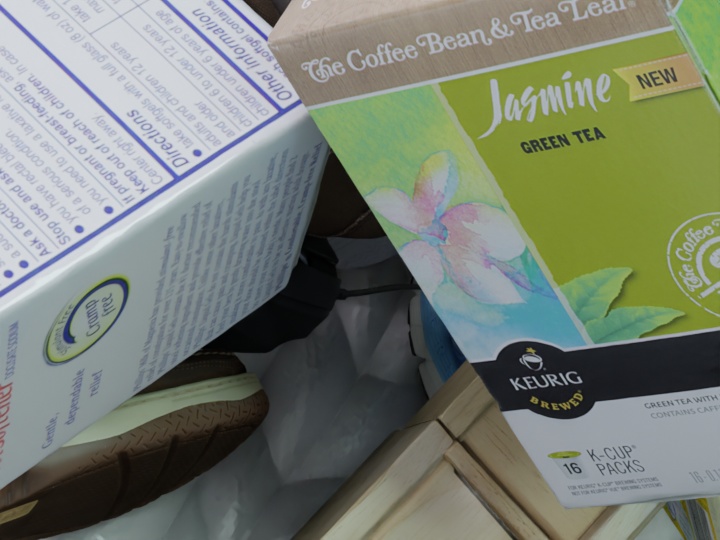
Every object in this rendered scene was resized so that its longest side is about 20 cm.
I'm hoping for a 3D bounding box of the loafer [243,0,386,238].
[{"bbox_3d":[-0.032,-0.069,0.883,0.200,0.071,0.073,61,19,-47],"label":"loafer"}]

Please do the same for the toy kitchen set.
[{"bbox_3d":[0.064,0.132,0.842,0.163,0.180,0.200,47,70,-7],"label":"toy kitchen set"}]

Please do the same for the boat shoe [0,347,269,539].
[{"bbox_3d":[-0.118,0.046,0.861,0.202,0.075,0.075,-14,68,-45],"label":"boat shoe"}]

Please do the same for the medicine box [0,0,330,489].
[{"bbox_3d":[-0.141,-0.035,0.796,0.200,0.103,0.182,-35,68,-31],"label":"medicine box"}]

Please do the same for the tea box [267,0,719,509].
[{"bbox_3d":[0.104,-0.069,0.817,0.197,0.133,0.200,55,44,-28],"label":"tea box"}]

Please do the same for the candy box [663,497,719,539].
[{"bbox_3d":[0.122,0.055,0.989,0.200,0.026,0.103,-111,-171,-78],"label":"candy box"}]

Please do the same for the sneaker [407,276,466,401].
[{"bbox_3d":[0.076,0.047,1.017,0.078,0.090,0.201,17,53,-33],"label":"sneaker"}]

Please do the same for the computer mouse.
[{"bbox_3d":[0.000,0.000,0.964,0.199,0.034,0.059,2,40,-13],"label":"computer mouse"}]

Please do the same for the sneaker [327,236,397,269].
[{"bbox_3d":[-0.047,-0.084,1.002,0.200,0.075,0.114,36,24,-43],"label":"sneaker"}]
